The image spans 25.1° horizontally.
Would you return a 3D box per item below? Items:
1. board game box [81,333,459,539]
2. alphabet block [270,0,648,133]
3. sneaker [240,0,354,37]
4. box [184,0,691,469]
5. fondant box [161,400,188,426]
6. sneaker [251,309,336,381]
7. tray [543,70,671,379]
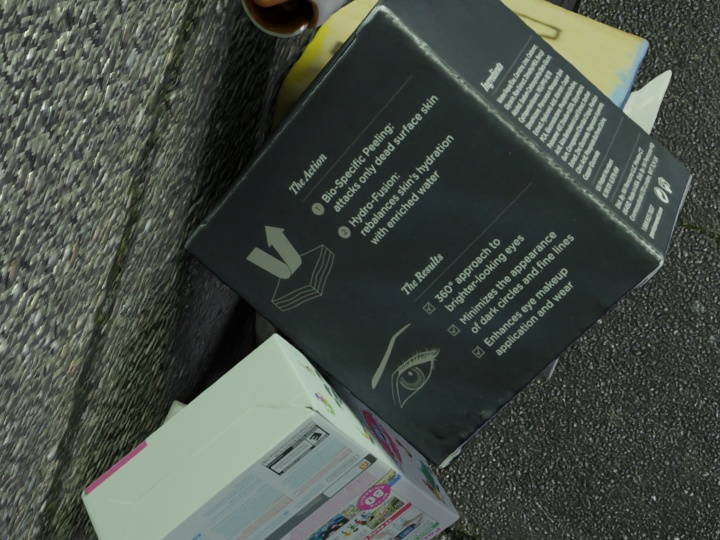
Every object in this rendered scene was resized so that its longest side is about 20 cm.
[{"bbox_3d":[-0.048,0.140,0.958,0.147,0.064,0.200,-38,143,6],"label":"board game box"},{"bbox_3d":[0.056,-0.070,1.095,0.197,0.199,0.196,-60,170,-45],"label":"alphabet block"},{"bbox_3d":[-0.026,-0.163,0.822,0.085,0.073,0.200,-48,176,12],"label":"sneaker"},{"bbox_3d":[0.044,-0.034,0.904,0.197,0.200,0.118,-46,-175,34],"label":"box"},{"bbox_3d":[-0.131,0.200,1.074,0.144,0.058,0.201,83,28,-74],"label":"fondant box"},{"bbox_3d":[-0.030,0.075,1.126,0.078,0.085,0.201,86,-1,-55],"label":"sneaker"},{"bbox_3d":[0.156,-0.034,1.064,0.107,0.022,0.201,-46,157,-69],"label":"tray"}]
